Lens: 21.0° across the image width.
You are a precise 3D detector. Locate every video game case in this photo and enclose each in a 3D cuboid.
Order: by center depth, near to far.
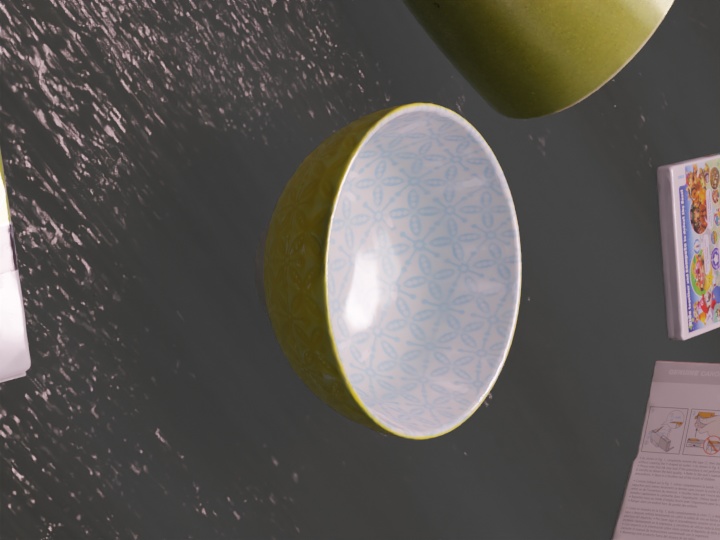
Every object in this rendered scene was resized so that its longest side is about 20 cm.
[{"bbox_3d":[0.311,-0.029,1.655,0.200,0.018,0.144,-14,102,-51],"label":"video game case"}]

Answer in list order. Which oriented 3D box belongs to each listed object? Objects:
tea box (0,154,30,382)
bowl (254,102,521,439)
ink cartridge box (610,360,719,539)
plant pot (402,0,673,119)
[{"bbox_3d":[-0.267,-0.029,0.828,0.200,0.133,0.197,-19,105,-50],"label":"tea box"},{"bbox_3d":[0.000,0.000,1.188,0.200,0.107,0.201,-1,91,-52],"label":"bowl"},{"bbox_3d":[0.302,0.162,1.498,0.045,0.200,0.177,39,61,-45],"label":"ink cartridge box"},{"bbox_3d":[0.078,-0.229,1.253,0.200,0.187,0.188,34,63,-30],"label":"plant pot"}]
